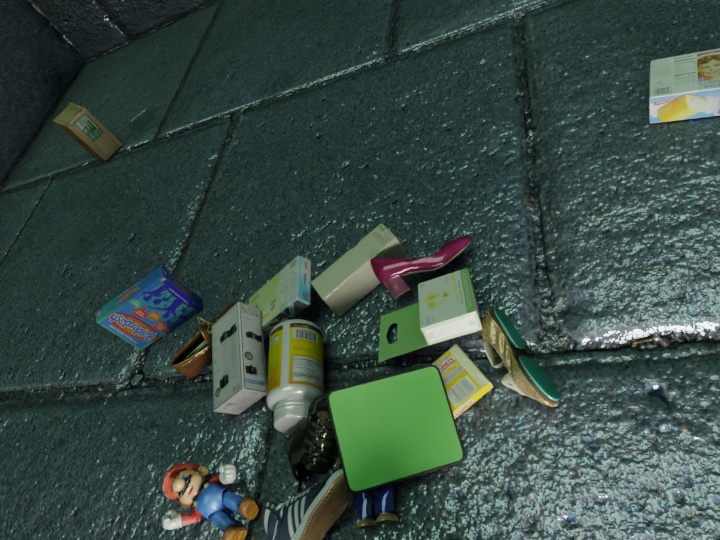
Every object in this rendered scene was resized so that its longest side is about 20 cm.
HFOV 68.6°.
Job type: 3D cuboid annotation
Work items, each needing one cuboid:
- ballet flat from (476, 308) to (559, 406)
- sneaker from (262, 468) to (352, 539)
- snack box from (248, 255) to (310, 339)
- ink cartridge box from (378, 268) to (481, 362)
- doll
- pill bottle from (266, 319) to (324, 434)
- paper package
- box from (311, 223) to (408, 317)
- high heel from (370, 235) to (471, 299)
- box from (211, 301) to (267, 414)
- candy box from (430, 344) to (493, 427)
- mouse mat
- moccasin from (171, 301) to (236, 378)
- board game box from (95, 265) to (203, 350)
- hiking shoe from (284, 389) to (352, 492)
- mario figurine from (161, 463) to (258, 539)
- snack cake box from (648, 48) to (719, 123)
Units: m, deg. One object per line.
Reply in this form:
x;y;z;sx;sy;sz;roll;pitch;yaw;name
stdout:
0.253;0.153;0.872;0.065;0.070;0.201;-51;38;26;ballet flat
-0.093;0.381;0.861;0.108;0.070;0.201;39;102;46;sneaker
-0.182;0.068;1.153;0.200;0.037;0.117;-37;40;34;snack box
0.118;0.081;0.978;0.198;0.048;0.146;-19;28;15;ink cartridge box
0.008;0.314;0.877;0.136;0.048;0.202;-27;52;27;doll
-0.124;0.203;1.016;0.108;0.109;0.201;-19;49;17;pill bottle
-1.084;-0.550;2.104;0.190;0.200;0.104;24;71;39;paper package
0.000;0.000;1.117;0.199;0.082;0.068;-39;46;-3;box
0.120;-0.035;1.050;0.199;0.067;0.097;-34;83;-4;high heel
-0.256;0.182;1.103;0.116;0.060;0.201;-39;48;32;box
0.120;0.226;0.908;0.200;0.026;0.102;-39;42;-1;candy box
0.056;0.249;0.845;0.198;0.008;0.162;-12;72;-11;mouse mat
-0.351;0.151;1.212;0.201;0.078;0.074;-44;46;-6;moccasin
-0.518;0.097;1.303;0.199;0.152;0.045;-34;46;4;board game box
-0.060;0.289;0.897;0.201;0.075;0.101;-58;35;30;hiking shoe
-0.290;0.411;0.954;0.198;0.107;0.123;15;30;29;mario figurine
0.661;-0.356;1.002;0.198;0.067;0.116;1;55;31;snack cake box
